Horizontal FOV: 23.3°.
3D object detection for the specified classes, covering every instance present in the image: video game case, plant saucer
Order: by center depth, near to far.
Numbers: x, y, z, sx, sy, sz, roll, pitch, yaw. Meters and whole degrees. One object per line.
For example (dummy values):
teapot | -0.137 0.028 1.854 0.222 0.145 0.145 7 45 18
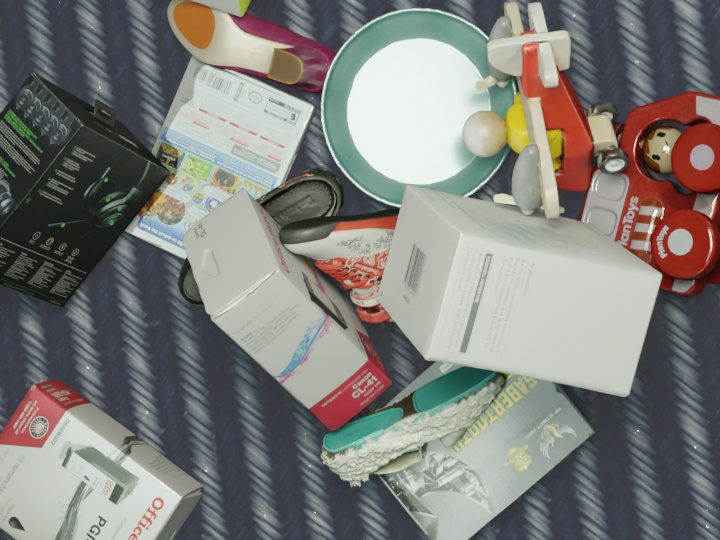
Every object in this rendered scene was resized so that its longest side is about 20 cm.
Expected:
plant saucer | 0.059 -0.161 1.755 0.198 0.036 0.202 0 89 -1
video game case | -0.149 -0.106 1.811 0.142 0.018 0.202 24 94 8

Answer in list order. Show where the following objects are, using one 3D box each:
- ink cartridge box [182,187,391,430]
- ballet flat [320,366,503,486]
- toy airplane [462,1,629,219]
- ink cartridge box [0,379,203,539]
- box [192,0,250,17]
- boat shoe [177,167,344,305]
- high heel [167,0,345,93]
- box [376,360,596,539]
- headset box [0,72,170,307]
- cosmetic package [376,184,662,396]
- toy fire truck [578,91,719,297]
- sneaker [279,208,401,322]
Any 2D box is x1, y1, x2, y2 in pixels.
ink cartridge box | -0.071 0.039 1.688 0.085 0.148 0.200 -36 129 7
ballet flat | 0.057 0.154 1.713 0.199 0.072 0.072 -25 86 11
toy airplane | 0.157 -0.152 1.644 0.140 0.200 0.201 -20 97 17
ink cartridge box | -0.286 0.230 1.803 0.199 0.083 0.147 34 95 8
box | -0.166 -0.337 1.774 0.198 0.048 0.123 20 62 9
boat shoe | -0.104 -0.034 1.766 0.201 0.063 0.074 -35 97 4
high heel | -0.106 -0.236 1.799 0.199 0.096 0.068 22 105 30
box | 0.112 0.163 1.752 0.200 0.048 0.159 -40 83 8
headset box | -0.310 -0.082 1.751 0.093 0.174 0.200 43 98 26
cosmetic package | 0.142 0.015 1.610 0.198 0.199 0.124 12 102 -16
toy fire truck | 0.296 -0.077 1.698 0.167 0.112 0.202 16 96 31
sneaker | 0.001 0.000 1.704 0.067 0.200 0.109 3 97 39
